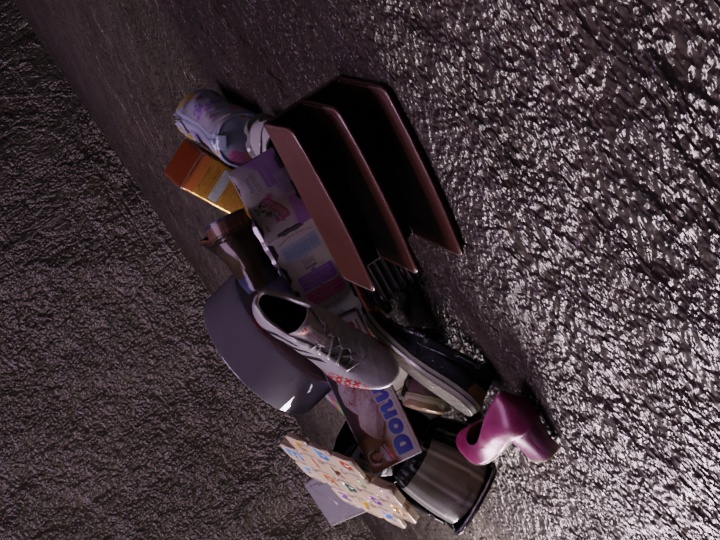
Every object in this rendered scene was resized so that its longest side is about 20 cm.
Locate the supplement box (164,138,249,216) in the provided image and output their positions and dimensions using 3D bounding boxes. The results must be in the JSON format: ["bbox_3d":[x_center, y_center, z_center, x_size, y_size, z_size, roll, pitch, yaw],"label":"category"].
[{"bbox_3d":[-0.200,-0.123,1.720,0.199,0.069,0.066,27,-172,-43],"label":"supplement box"}]

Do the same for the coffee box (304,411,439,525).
[{"bbox_3d":[0.028,0.282,1.670,0.080,0.199,0.113,56,139,1],"label":"coffee box"}]

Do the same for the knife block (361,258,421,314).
[{"bbox_3d":[-0.005,-0.048,1.365,0.200,0.064,0.176,51,165,22],"label":"knife block"}]

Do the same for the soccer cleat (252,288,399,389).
[{"bbox_3d":[-0.045,0.081,1.341,0.199,0.069,0.085,31,172,9],"label":"soccer cleat"}]

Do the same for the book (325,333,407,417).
[{"bbox_3d":[-0.014,0.133,1.678,0.200,0.133,0.048,39,159,54],"label":"book"}]

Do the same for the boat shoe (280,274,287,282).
[{"bbox_3d":[-0.107,0.042,1.597,0.072,0.201,0.060,53,-156,-10],"label":"boat shoe"}]

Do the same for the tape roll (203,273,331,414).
[{"bbox_3d":[-0.111,0.089,1.474,0.200,0.066,0.201,43,-161,-18],"label":"tape roll"}]

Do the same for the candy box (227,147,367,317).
[{"bbox_3d":[-0.078,-0.030,1.438,0.168,0.071,0.201,58,177,47],"label":"candy box"}]

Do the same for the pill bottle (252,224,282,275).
[{"bbox_3d":[-0.087,-0.001,1.671,0.201,0.114,0.114,60,167,-15],"label":"pill bottle"}]

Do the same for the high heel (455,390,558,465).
[{"bbox_3d":[0.147,0.177,1.315,0.096,0.067,0.200,49,164,-12],"label":"high heel"}]

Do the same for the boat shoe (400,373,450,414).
[{"bbox_3d":[0.091,0.149,1.484,0.071,0.066,0.200,16,180,7],"label":"boat shoe"}]

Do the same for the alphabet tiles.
[{"bbox_3d":[-0.016,0.276,1.486,0.199,0.015,0.196,17,153,38],"label":"alphabet tiles"}]

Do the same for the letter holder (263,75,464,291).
[{"bbox_3d":[0.007,-0.085,1.160,0.201,0.100,0.142,63,164,-23],"label":"letter holder"}]

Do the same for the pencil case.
[{"bbox_3d":[-0.207,-0.214,1.666,0.200,0.090,0.084,34,113,56],"label":"pencil case"}]

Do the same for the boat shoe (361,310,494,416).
[{"bbox_3d":[0.081,0.100,1.360,0.199,0.062,0.075,34,167,36],"label":"boat shoe"}]

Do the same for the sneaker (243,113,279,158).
[{"bbox_3d":[-0.095,-0.113,1.519,0.088,0.074,0.201,24,142,63],"label":"sneaker"}]

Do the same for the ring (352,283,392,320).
[{"bbox_3d":[0.000,0.000,1.510,0.202,0.019,0.201,63,175,11],"label":"ring"}]

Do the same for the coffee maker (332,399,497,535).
[{"bbox_3d":[0.065,0.260,1.544,0.199,0.135,0.192,31,158,-4],"label":"coffee maker"}]

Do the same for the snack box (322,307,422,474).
[{"bbox_3d":[0.005,0.152,1.416,0.024,0.071,0.202,-95,-20,-81],"label":"snack box"}]

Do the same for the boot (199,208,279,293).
[{"bbox_3d":[-0.150,-0.013,1.405,0.098,0.074,0.200,63,175,1],"label":"boot"}]
